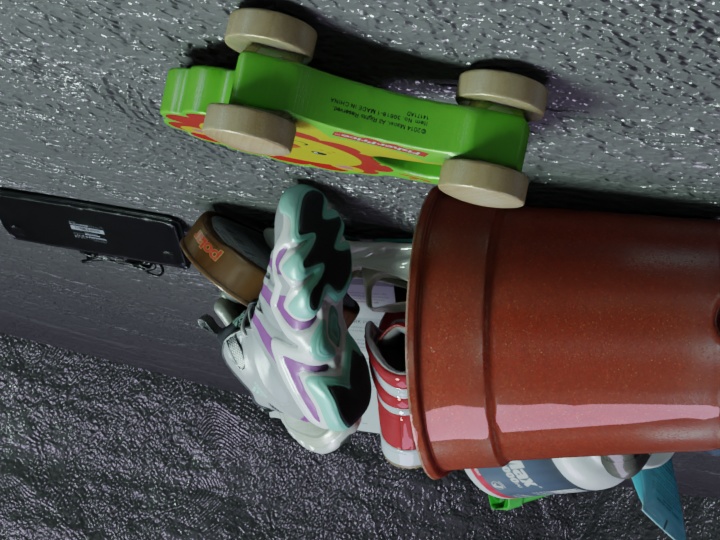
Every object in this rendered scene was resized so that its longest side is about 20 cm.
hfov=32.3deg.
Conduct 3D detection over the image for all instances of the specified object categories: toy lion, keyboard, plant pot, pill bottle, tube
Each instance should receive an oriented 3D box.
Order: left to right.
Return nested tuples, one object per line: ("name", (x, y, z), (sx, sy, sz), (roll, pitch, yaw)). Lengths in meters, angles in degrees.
("keyboard", (-0.260, -0.046, 1.227), (0.198, 0.040, 0.104), (11, 146, 11))
("toy lion", (-0.014, -0.081, 0.702), (0.198, 0.069, 0.192), (13, 176, -7))
("pill bottle", (0.190, 0.144, 1.143), (0.119, 0.121, 0.199), (18, 158, -29))
("plant pot", (0.146, 0.042, 0.832), (0.193, 0.203, 0.201), (0, 166, 16))
("tube", (0.273, 0.168, 1.188), (0.077, 0.201, 0.050), (36, 120, -27))

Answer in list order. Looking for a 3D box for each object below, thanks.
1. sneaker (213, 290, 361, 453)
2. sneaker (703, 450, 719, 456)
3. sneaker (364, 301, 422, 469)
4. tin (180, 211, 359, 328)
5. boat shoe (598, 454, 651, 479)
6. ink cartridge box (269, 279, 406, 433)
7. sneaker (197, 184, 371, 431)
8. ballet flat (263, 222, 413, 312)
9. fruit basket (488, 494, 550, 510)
("sneaker", (-0.069, 0.083, 1.081), (0.081, 0.075, 0.200), (40, -175, -45))
("sneaker", (0.330, 0.123, 1.103), (0.084, 0.076, 0.200), (13, 169, 9))
("sneaker", (0.041, 0.060, 1.063), (0.070, 0.201, 0.113), (-4, 124, 2))
("tin", (-0.076, 0.006, 1.114), (0.199, 0.042, 0.112), (25, -160, -51))
("boat shoe", (0.206, 0.103, 0.985), (0.066, 0.057, 0.200), (-17, -170, 20))
("ink cartridge box", (-0.009, 0.066, 1.278), (0.199, 0.177, 0.084), (3, -163, 39))
("sneaker", (-0.075, 0.030, 0.987), (0.139, 0.202, 0.078), (3, -161, 33))
("ballet flat", (0.000, 0.000, 1.060), (0.198, 0.070, 0.069), (7, 168, 23))
("fruit basket", (0.138, 0.170, 1.415), (0.213, 0.218, 0.156), (12, 169, -1))
